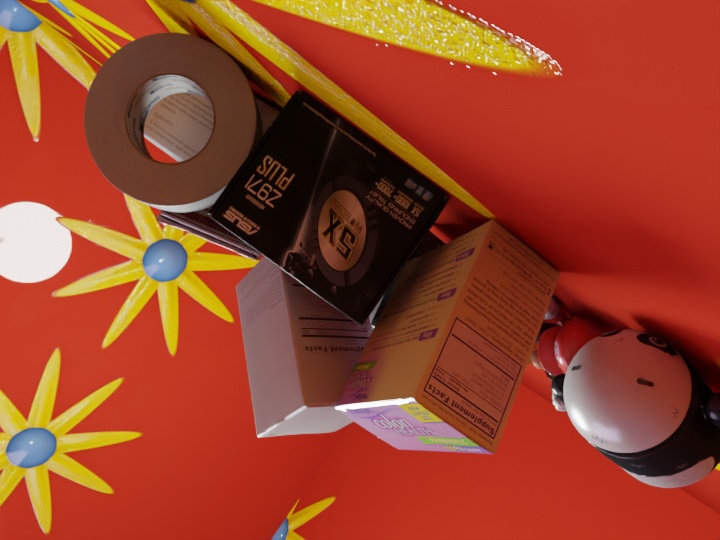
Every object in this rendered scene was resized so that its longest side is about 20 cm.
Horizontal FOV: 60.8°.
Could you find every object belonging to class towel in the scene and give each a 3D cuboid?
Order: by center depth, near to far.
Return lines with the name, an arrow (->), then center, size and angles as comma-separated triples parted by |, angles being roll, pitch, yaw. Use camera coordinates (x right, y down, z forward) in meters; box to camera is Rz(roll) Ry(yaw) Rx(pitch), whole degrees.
towel -> -0.201, -0.066, 0.870 | 0.143, 0.023, 0.200 | 23, -168, -11

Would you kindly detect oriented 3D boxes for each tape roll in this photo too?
tape roll -> -0.219, -0.173, 0.735 | 0.200, 0.201, 0.066 | 35, 178, 0

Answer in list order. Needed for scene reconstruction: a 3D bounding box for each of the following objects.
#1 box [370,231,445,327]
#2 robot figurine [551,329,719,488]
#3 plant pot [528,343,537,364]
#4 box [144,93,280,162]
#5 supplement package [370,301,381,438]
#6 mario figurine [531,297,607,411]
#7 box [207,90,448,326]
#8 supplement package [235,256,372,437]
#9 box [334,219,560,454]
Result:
box -> 0.127, 0.063, 0.807 | 0.199, 0.158, 0.051 | 37, 140, -10
robot figurine -> 0.288, 0.139, 0.616 | 0.200, 0.150, 0.125 | 37, -154, -35
plant pot -> 0.166, 0.149, 0.963 | 0.199, 0.191, 0.201 | 16, 164, 5
box -> -0.177, -0.176, 0.910 | 0.198, 0.131, 0.200 | 34, 178, 25
supplement package -> 0.074, 0.119, 0.857 | 0.113, 0.109, 0.202 | 12, -125, -40
mario figurine -> 0.240, 0.102, 0.768 | 0.123, 0.106, 0.200 | 37, 179, 14
box -> -0.033, -0.064, 0.669 | 0.199, 0.164, 0.086 | 36, 178, 2
supplement package -> -0.064, 0.087, 0.754 | 0.119, 0.121, 0.202 | 7, -121, -37
box -> 0.087, 0.075, 0.637 | 0.096, 0.201, 0.176 | 36, 154, -14
